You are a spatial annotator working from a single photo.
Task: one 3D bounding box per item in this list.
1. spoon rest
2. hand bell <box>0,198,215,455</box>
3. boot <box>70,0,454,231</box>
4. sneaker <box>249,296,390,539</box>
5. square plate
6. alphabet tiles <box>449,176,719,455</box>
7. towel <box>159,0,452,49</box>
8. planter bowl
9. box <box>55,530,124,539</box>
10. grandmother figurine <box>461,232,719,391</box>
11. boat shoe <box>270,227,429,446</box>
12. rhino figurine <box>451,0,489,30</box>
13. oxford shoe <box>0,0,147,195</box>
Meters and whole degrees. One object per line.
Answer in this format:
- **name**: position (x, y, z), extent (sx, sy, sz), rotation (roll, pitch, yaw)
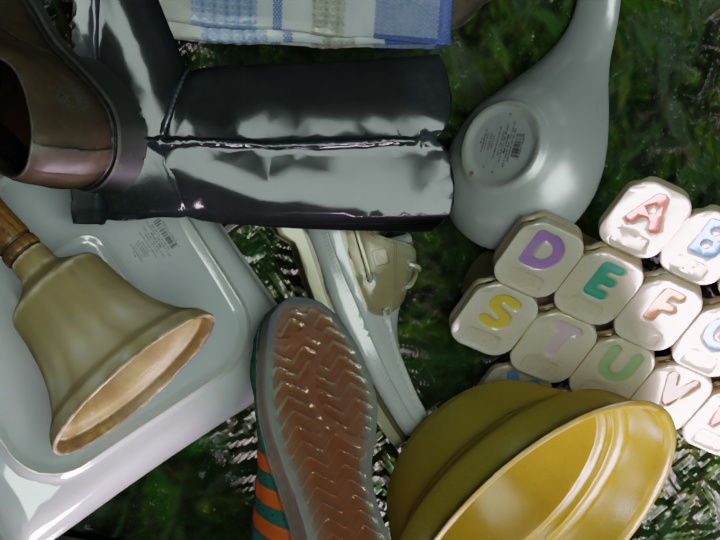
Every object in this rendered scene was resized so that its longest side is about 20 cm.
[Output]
- **spoon rest**: position (0.108, -0.106, 1.135), extent (0.061, 0.099, 0.201), rotation (25, 82, -54)
- **hand bell**: position (-0.176, -0.015, 1.016), extent (0.104, 0.104, 0.200), rotation (-40, 79, -7)
- **boot**: position (-0.051, -0.103, 1.052), extent (0.198, 0.066, 0.166), rotation (0, 93, -5)
- **sneaker**: position (-0.032, 0.118, 1.059), extent (0.071, 0.080, 0.201), rotation (0, 71, -34)
- **square plate**: position (-0.153, 0.016, 1.063), extent (0.198, 0.028, 0.201), rotation (-33, 90, -20)
- **alphabet tiles**: position (0.156, 0.039, 1.139), extent (0.199, 0.015, 0.196), rotation (24, 125, -17)
- **towel**: position (-0.046, -0.190, 1.065), extent (0.198, 0.024, 0.148), rotation (3, 115, 1)
- **planter bowl**: position (0.076, 0.123, 1.127), extent (0.200, 0.083, 0.201), rotation (-29, 146, -22)
- **box**: position (-0.136, 0.237, 1.104), extent (0.199, 0.086, 0.165), rotation (13, 94, -16)
- **grandmother figurine**: position (0.166, 0.026, 1.178), extent (0.199, 0.061, 0.121), rotation (28, 116, -19)
- **boat shoe**: position (0.000, 0.000, 1.118), extent (0.068, 0.075, 0.201), rotation (-26, 102, -5)
- **rhino figurine**: position (-0.002, -0.206, 1.101), extent (0.199, 0.060, 0.088), rotation (32, 99, -13)
- **oxford shoe**: position (-0.196, -0.105, 1.000), extent (0.084, 0.200, 0.073), rotation (-4, 121, -47)
